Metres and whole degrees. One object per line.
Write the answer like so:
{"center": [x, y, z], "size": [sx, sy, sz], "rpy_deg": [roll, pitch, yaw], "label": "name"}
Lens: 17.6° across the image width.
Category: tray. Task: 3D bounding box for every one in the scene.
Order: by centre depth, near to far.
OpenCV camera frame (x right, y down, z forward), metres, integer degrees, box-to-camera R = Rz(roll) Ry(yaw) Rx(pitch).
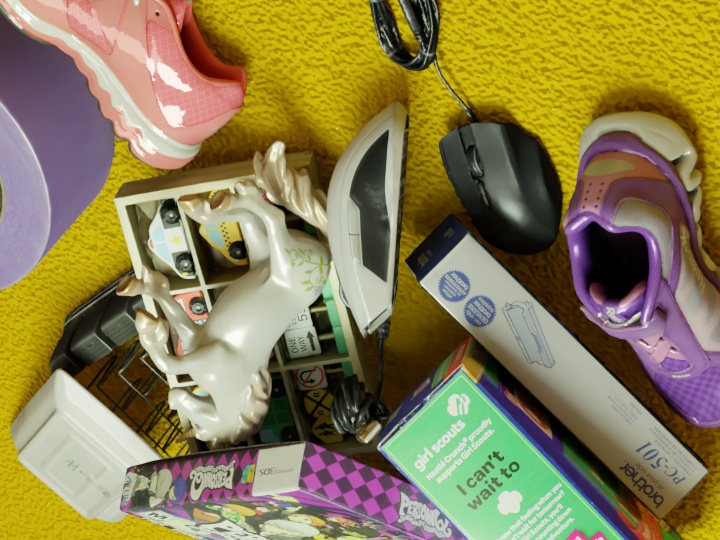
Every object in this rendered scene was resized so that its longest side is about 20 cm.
{"center": [-0.192, 0.130, 1.609], "size": [0.107, 0.022, 0.200], "rpy_deg": [41, 157, -4], "label": "tray"}

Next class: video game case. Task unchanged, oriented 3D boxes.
{"center": [-0.021, 0.160, 1.472], "size": [0.200, 0.036, 0.181], "rpy_deg": [26, 155, -36], "label": "video game case"}

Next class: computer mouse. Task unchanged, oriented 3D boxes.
{"center": [0.056, -0.088, 1.333], "size": [0.059, 0.034, 0.200], "rpy_deg": [-16, 116, 39], "label": "computer mouse"}
{"center": [0.000, 0.000, 1.360], "size": [0.044, 0.110, 0.201], "rpy_deg": [4, 94, 5], "label": "computer mouse"}

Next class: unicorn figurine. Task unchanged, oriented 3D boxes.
{"center": [-0.079, 0.030, 1.392], "size": [0.200, 0.074, 0.137], "rpy_deg": [-43, 127, 13], "label": "unicorn figurine"}

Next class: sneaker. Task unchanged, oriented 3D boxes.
{"center": [0.162, 0.015, 1.307], "size": [0.080, 0.089, 0.200], "rpy_deg": [-6, 123, 32], "label": "sneaker"}
{"center": [-0.143, -0.157, 1.380], "size": [0.087, 0.074, 0.200], "rpy_deg": [-32, 110, 29], "label": "sneaker"}

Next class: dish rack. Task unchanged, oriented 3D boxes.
{"center": [-0.104, 0.090, 1.558], "size": [0.200, 0.055, 0.153], "rpy_deg": [46, 135, -13], "label": "dish rack"}

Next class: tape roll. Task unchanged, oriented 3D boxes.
{"center": [-0.263, -0.089, 1.481], "size": [0.200, 0.085, 0.200], "rpy_deg": [15, 131, 19], "label": "tape roll"}

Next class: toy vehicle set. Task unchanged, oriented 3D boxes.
{"center": [-0.066, 0.030, 1.455], "size": [0.124, 0.027, 0.200], "rpy_deg": [-10, 113, 11], "label": "toy vehicle set"}

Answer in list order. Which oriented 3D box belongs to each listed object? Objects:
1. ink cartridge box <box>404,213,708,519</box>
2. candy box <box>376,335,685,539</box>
{"center": [0.113, 0.055, 1.371], "size": [0.200, 0.094, 0.044], "rpy_deg": [44, 93, -8], "label": "ink cartridge box"}
{"center": [0.108, 0.137, 1.375], "size": [0.200, 0.169, 0.077], "rpy_deg": [44, 98, 0], "label": "candy box"}
